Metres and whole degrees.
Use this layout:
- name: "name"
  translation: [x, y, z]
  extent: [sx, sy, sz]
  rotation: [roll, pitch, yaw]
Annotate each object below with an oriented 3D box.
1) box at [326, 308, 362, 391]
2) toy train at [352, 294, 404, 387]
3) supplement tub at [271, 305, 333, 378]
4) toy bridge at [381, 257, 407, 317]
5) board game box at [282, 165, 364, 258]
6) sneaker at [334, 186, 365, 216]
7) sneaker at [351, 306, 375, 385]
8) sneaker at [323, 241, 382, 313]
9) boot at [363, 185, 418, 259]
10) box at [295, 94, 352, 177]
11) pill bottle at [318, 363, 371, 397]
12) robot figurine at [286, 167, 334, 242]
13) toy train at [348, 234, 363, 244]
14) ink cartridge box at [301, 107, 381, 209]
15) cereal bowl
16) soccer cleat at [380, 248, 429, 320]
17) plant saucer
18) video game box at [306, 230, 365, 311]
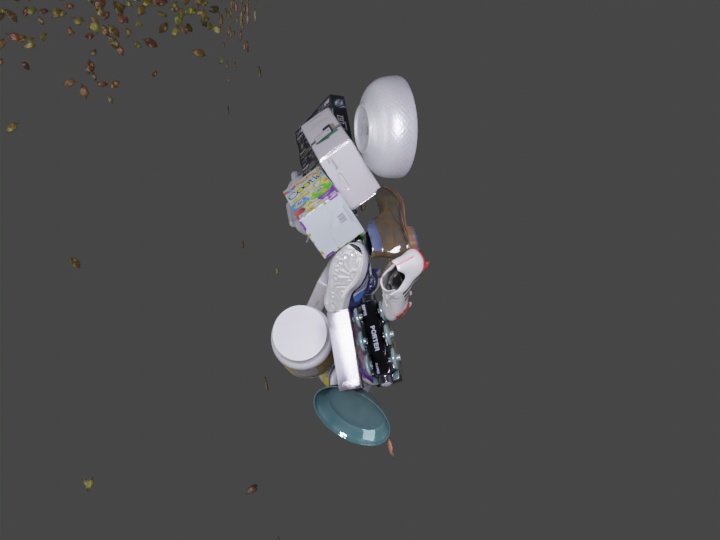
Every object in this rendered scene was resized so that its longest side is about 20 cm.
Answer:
- name: "box"
  translation: [-0.030, 0.172, 1.491]
  extent: [0.200, 0.048, 0.161]
  rotation: [83, 178, -80]
- name: "toy train"
  translation: [0.041, 0.154, 1.509]
  extent: [0.114, 0.084, 0.203]
  rotation: [52, -157, -66]
- name: "supplement tub"
  translation: [-0.128, 0.163, 1.626]
  extent: [0.200, 0.142, 0.147]
  rotation: [83, 176, -73]
- name: "toy bridge"
  translation: [0.065, 0.002, 1.503]
  extent: [0.067, 0.027, 0.203]
  rotation: [119, 141, -58]
- name: "board game box"
  translation: [-0.083, -0.128, 1.506]
  extent: [0.105, 0.102, 0.200]
  rotation: [55, -179, -28]
- name: "sneaker"
  translation: [-0.020, -0.164, 1.678]
  extent: [0.083, 0.074, 0.200]
  rotation: [60, 165, -14]
- name: "sneaker"
  translation: [0.023, 0.157, 1.609]
  extent: [0.088, 0.079, 0.203]
  rotation: [-42, 56, 50]
- name: "sneaker"
  translation: [0.000, 0.000, 1.537]
  extent: [0.080, 0.146, 0.202]
  rotation: [37, 130, 20]
- name: "boot"
  translation: [0.042, -0.100, 1.434]
  extent: [0.075, 0.095, 0.201]
  rotation: [103, 153, -43]
- name: "box"
  translation: [-0.093, -0.320, 1.780]
  extent: [0.199, 0.043, 0.163]
  rotation: [-33, 64, 53]
- name: "pill bottle"
  translation: [-0.050, 0.247, 1.783]
  extent: [0.200, 0.110, 0.114]
  rotation: [-150, 57, -68]
- name: "robot figurine"
  translation: [-0.132, -0.179, 1.899]
  extent: [0.168, 0.112, 0.203]
  rotation: [-25, 67, 34]
- name: "toy train"
  translation: [-0.033, -0.094, 1.599]
  extent: [0.042, 0.056, 0.200]
  rotation: [-48, 35, 3]
- name: "ink cartridge box"
  translation: [-0.044, -0.247, 1.557]
  extent: [0.147, 0.084, 0.201]
  rotation: [53, -175, -36]
- name: "cereal bowl"
  translation: [0.039, -0.285, 1.415]
  extent: [0.200, 0.082, 0.204]
  rotation: [175, 90, -72]
- name: "soccer cleat"
  translation: [0.068, 0.033, 1.386]
  extent: [0.069, 0.084, 0.201]
  rotation: [54, 144, 24]
- name: "plant saucer"
  translation: [-0.015, 0.332, 1.664]
  extent: [0.036, 0.198, 0.202]
  rotation: [-57, -12, -43]
- name: "video game box"
  translation: [-0.065, 0.010, 1.710]
  extent: [0.183, 0.046, 0.200]
  rotation: [-58, -2, -30]
